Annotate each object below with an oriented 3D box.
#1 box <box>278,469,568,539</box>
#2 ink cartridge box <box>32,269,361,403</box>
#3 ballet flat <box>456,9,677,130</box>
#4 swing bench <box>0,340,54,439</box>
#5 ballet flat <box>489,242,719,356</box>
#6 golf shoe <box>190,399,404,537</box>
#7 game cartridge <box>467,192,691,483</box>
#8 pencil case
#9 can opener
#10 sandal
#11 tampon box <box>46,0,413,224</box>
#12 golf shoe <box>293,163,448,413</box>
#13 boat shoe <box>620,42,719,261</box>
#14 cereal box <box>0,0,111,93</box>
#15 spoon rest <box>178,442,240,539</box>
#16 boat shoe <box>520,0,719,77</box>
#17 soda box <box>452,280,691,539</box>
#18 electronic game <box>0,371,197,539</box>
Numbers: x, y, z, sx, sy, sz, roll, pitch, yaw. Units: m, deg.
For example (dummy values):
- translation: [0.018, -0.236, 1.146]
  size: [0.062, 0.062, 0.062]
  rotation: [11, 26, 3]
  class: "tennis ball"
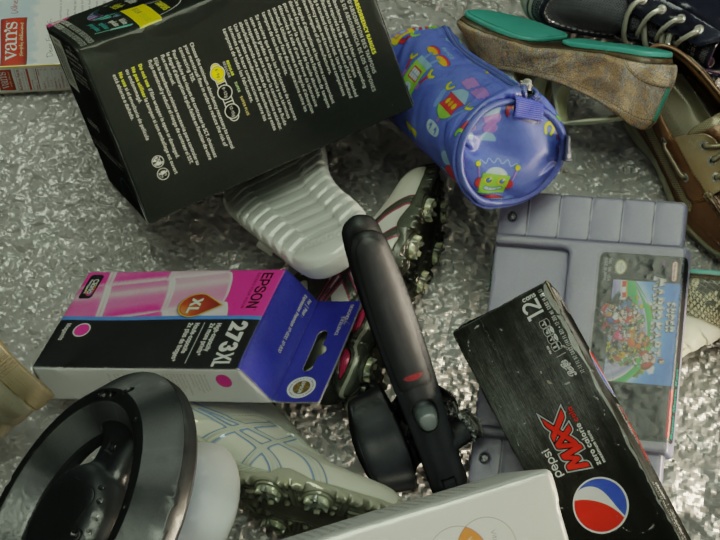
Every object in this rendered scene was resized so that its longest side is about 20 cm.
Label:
- translation: [0.027, 0.214, 0.963]
  size: [0.200, 0.106, 0.152]
  rotation: [-15, 85, -10]
  class: "box"
- translation: [-0.106, 0.042, 1.085]
  size: [0.200, 0.037, 0.095]
  rotation: [1, 42, 22]
  class: "ink cartridge box"
- translation: [0.141, -0.143, 1.220]
  size: [0.068, 0.067, 0.200]
  rotation: [-6, 20, -39]
  class: "ballet flat"
- translation: [-0.338, 0.062, 1.040]
  size: [0.199, 0.130, 0.200]
  rotation: [-41, 67, -7]
  class: "swing bench"
- translation: [0.183, 0.024, 1.137]
  size: [0.200, 0.068, 0.075]
  rotation: [14, 74, 13]
  class: "ballet flat"
- translation: [-0.057, 0.115, 1.071]
  size: [0.200, 0.078, 0.097]
  rotation: [16, 54, 7]
  class: "golf shoe"
- translation: [0.145, 0.049, 1.090]
  size: [0.129, 0.038, 0.200]
  rotation: [3, 76, 18]
  class: "game cartridge"
- translation: [0.071, -0.111, 1.147]
  size: [0.078, 0.087, 0.200]
  rotation: [19, 15, -25]
  class: "pencil case"
- translation: [0.026, 0.059, 1.038]
  size: [0.079, 0.200, 0.063]
  rotation: [-21, 30, -12]
  class: "can opener"
- translation: [-0.044, -0.039, 1.152]
  size: [0.082, 0.050, 0.203]
  rotation: [-31, 32, 0]
  class: "sandal"
- translation: [-0.093, -0.142, 1.152]
  size: [0.200, 0.126, 0.150]
  rotation: [-25, 20, -12]
  class: "tampon box"
- translation: [0.000, 0.000, 1.140]
  size: [0.088, 0.077, 0.200]
  rotation: [13, 56, 20]
  class: "golf shoe"
- translation: [0.250, -0.081, 1.190]
  size: [0.076, 0.072, 0.200]
  rotation: [-28, 63, -16]
  class: "boat shoe"
- translation: [-0.182, -0.206, 1.279]
  size: [0.200, 0.040, 0.144]
  rotation: [-3, 60, -2]
  class: "cereal box"
- translation: [-0.145, 0.179, 1.002]
  size: [0.200, 0.061, 0.099]
  rotation: [-39, 37, 13]
  class: "spoon rest"
- translation: [0.225, -0.191, 1.252]
  size: [0.200, 0.075, 0.093]
  rotation: [-6, 50, -5]
  class: "boat shoe"
- translation: [0.135, 0.111, 1.027]
  size: [0.071, 0.063, 0.200]
  rotation: [-29, 77, 10]
  class: "soda box"
- translation: [-0.161, 0.149, 0.957]
  size: [0.042, 0.200, 0.200]
  rotation: [34, 54, -30]
  class: "electronic game"
